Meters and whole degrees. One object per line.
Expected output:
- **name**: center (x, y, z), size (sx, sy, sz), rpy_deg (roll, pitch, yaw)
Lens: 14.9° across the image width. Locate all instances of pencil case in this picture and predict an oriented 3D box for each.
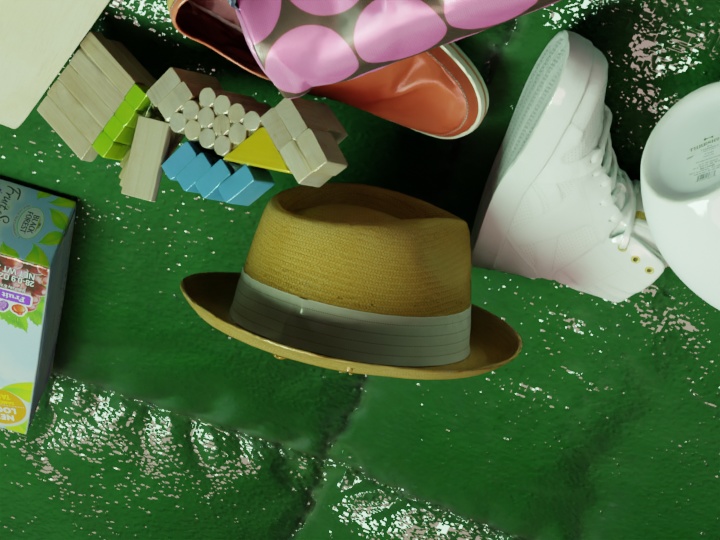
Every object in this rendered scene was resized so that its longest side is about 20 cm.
- **pencil case**: center (0.029, -0.163, 1.437), size (0.199, 0.094, 0.091), rpy_deg (-18, 167, 12)

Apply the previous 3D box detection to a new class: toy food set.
- **toy food set**: center (-0.226, -0.168, 1.567), size (0.143, 0.061, 0.200), rpy_deg (21, 141, -19)

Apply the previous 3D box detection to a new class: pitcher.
- **pitcher**: center (0.261, -0.025, 1.511), size (0.171, 0.122, 0.200), rpy_deg (-24, 134, 31)

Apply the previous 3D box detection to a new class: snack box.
- **snack box**: center (-0.289, 0.005, 1.753), size (0.199, 0.068, 0.169), rpy_deg (18, 137, 1)

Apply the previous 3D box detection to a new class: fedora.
- **fedora**: center (0.000, 0.000, 1.556), size (0.199, 0.201, 0.082), rpy_deg (13, 103, 5)

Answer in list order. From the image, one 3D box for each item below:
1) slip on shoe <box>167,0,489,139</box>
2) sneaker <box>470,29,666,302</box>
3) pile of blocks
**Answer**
- **slip on shoe**: center (-0.021, -0.122, 1.538), size (0.199, 0.061, 0.074), rpy_deg (27, 135, -12)
- **sneaker**: center (0.137, -0.055, 1.554), size (0.115, 0.074, 0.200), rpy_deg (17, 148, -2)
- **pile of blocks**: center (-0.088, -0.074, 1.571), size (0.199, 0.083, 0.062), rpy_deg (19, -174, 30)
